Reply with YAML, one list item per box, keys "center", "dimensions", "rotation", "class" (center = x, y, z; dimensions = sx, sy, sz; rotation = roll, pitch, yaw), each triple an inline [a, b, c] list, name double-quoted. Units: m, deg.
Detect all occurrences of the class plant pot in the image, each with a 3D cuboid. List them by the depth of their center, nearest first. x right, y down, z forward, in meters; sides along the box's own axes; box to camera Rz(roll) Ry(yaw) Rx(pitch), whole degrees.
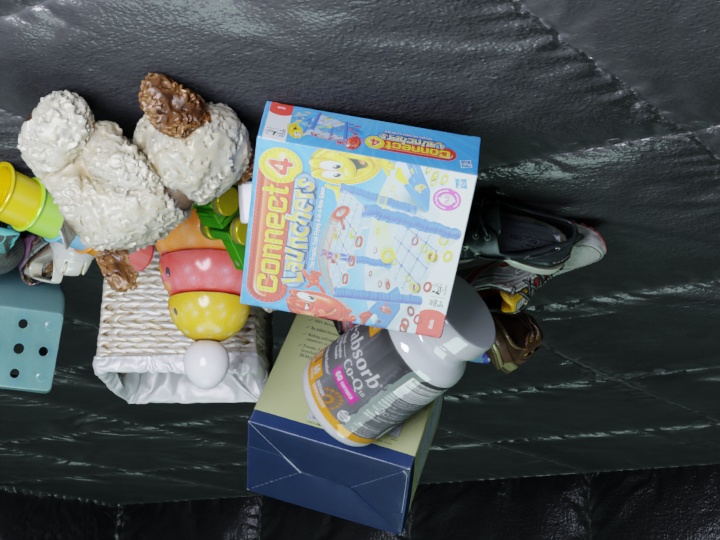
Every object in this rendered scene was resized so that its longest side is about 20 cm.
- center: [-0.418, 0.070, 1.736]
  dimensions: [0.140, 0.143, 0.200]
  rotation: [9, -176, -27]
  class: "plant pot"

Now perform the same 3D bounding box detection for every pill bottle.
- center: [0.041, 0.094, 1.590]
  dimensions: [0.116, 0.117, 0.200]
  rotation: [17, 135, -45]
  class: "pill bottle"

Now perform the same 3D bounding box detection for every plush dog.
- center: [-0.177, -0.088, 1.317]
  dimensions: [0.171, 0.161, 0.200]
  rotation: [-31, 158, 11]
  class: "plush dog"

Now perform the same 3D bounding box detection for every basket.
- center: [-0.203, 0.068, 1.800]
  dimensions: [0.198, 0.162, 0.198]
  rotation: [1, 165, 4]
  class: "basket"

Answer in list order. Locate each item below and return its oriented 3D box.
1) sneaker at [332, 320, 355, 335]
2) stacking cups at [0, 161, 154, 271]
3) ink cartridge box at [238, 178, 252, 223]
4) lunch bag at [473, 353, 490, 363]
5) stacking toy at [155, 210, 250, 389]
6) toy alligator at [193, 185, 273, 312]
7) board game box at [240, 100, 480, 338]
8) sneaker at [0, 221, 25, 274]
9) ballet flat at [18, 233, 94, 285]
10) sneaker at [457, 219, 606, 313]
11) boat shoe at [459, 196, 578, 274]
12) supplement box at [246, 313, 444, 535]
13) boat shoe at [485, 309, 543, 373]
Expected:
- center: [0.000, 0.000, 1.599]
  dimensions: [0.086, 0.074, 0.201]
  rotation: [-18, 146, -10]
  class: "sneaker"
- center: [-0.297, -0.044, 1.534]
  dimensions: [0.060, 0.061, 0.199]
  rotation: [-12, 151, 39]
  class: "stacking cups"
- center: [-0.004, -0.082, 1.473]
  dimensions: [0.198, 0.045, 0.176]
  rotation: [-2, -170, 10]
  class: "ink cartridge box"
- center: [0.120, 0.028, 1.801]
  dimensions: [0.149, 0.095, 0.200]
  rotation: [8, 153, -16]
  class: "lunch bag"
- center: [-0.157, 0.023, 1.562]
  dimensions: [0.145, 0.202, 0.146]
  rotation: [0, 164, 0]
  class: "stacking toy"
- center: [-0.121, -0.046, 1.492]
  dimensions: [0.059, 0.054, 0.201]
  rotation: [11, 142, 43]
  class: "toy alligator"
- center: [-0.004, -0.043, 1.357]
  dimensions: [0.194, 0.056, 0.201]
  rotation: [9, 131, 0]
  class: "board game box"
- center: [-0.389, -0.044, 1.581]
  dimensions: [0.090, 0.078, 0.200]
  rotation: [-6, 165, 10]
  class: "sneaker"
- center: [-0.329, -0.023, 1.647]
  dimensions: [0.069, 0.072, 0.200]
  rotation: [11, 161, -29]
  class: "ballet flat"
- center: [0.177, 0.008, 1.641]
  dimensions: [0.198, 0.083, 0.078]
  rotation: [-19, 144, 2]
  class: "sneaker"
- center: [0.138, -0.044, 1.547]
  dimensions: [0.198, 0.075, 0.066]
  rotation: [16, 148, -19]
  class: "boat shoe"
- center: [-0.012, 0.173, 1.781]
  dimensions: [0.198, 0.201, 0.135]
  rotation: [15, 137, 9]
  class: "supplement box"
- center: [0.172, 0.071, 1.731]
  dimensions: [0.067, 0.072, 0.200]
  rotation: [-33, 166, 7]
  class: "boat shoe"
